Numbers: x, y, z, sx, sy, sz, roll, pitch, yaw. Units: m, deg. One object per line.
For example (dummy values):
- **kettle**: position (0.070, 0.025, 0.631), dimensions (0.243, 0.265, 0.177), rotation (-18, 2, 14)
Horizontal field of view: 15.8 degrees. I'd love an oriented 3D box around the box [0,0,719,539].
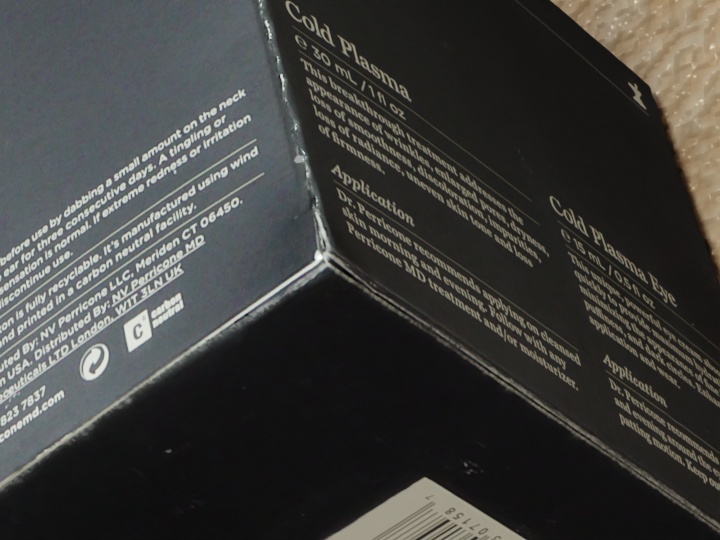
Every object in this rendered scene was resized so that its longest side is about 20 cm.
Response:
- **box**: position (0.000, 0.000, 0.618), dimensions (0.104, 0.200, 0.183), rotation (-34, 45, 23)
